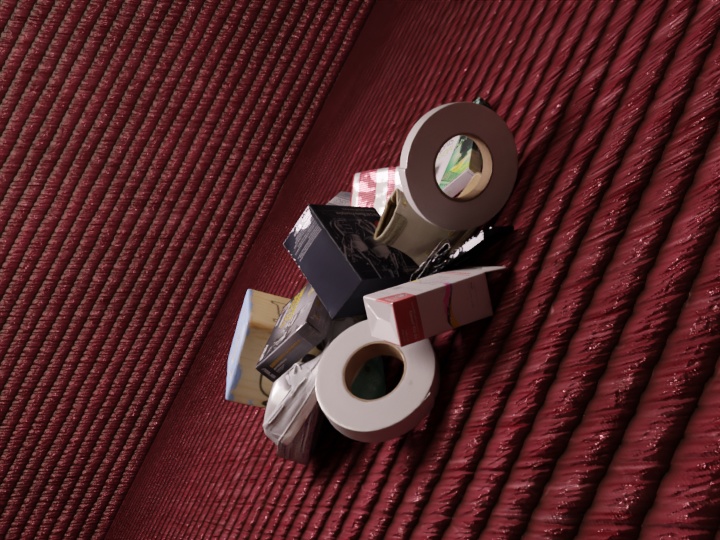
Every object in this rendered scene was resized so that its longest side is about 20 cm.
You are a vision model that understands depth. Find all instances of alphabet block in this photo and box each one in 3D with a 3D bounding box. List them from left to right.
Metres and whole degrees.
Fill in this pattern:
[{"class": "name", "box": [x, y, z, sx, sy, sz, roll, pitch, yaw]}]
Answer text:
[{"class": "alphabet block", "box": [-0.182, 0.182, 1.344, 0.197, 0.196, 0.199, -114, 40, -66]}]

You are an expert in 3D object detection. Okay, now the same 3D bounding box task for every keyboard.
[{"class": "keyboard", "box": [0.149, -0.028, 0.971, 0.200, 0.103, 0.040, -41, 69, 47]}]

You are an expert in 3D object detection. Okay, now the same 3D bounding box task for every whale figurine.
[{"class": "whale figurine", "box": [0.008, 0.190, 1.081, 0.160, 0.103, 0.200, -58, -5, 35]}]

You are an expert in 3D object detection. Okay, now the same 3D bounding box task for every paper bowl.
[{"class": "paper bowl", "box": [-0.122, 0.263, 1.168, 0.201, 0.102, 0.205, 15, -90, -86]}]

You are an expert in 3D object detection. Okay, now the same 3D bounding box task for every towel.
[{"class": "towel", "box": [0.053, -0.151, 1.282, 0.197, 0.023, 0.148, 0, 78, 39]}]

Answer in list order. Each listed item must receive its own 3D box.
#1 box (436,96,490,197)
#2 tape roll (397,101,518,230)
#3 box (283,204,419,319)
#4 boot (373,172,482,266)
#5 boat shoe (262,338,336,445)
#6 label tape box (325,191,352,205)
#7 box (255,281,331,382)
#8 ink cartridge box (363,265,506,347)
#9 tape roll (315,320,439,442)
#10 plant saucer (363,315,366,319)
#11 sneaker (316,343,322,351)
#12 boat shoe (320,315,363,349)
[{"class": "box", "box": [0.197, -0.236, 1.220, 0.144, 0.036, 0.203, -38, 32, 51]}, {"class": "tape roll", "box": [0.160, -0.167, 0.973, 0.206, 0.200, 0.037, -60, 20, 4]}, {"class": "box", "box": [-0.009, -0.021, 1.121, 0.104, 0.198, 0.183, -49, 64, 30]}, {"class": "boot", "box": [0.127, -0.107, 1.044, 0.202, 0.153, 0.072, -59, 19, 10]}, {"class": "boat shoe", "box": [-0.101, 0.200, 1.044, 0.203, 0.068, 0.072, -59, 1, 2]}, {"class": "label tape box", "box": [-0.040, -0.103, 1.432, 0.200, 0.062, 0.147, -51, -27, -58]}, {"class": "box", "box": [-0.109, 0.094, 1.132, 0.158, 0.048, 0.201, -43, 16, 30]}, {"class": "ink cartridge box", "box": [0.117, 0.048, 0.903, 0.116, 0.196, 0.069, -174, 69, -69]}, {"class": "tape roll", "box": [0.026, 0.165, 0.936, 0.198, 0.037, 0.206, -12, 46, 13]}, {"class": "plant saucer", "box": [-0.006, 0.064, 1.343, 0.202, 0.038, 0.203, -52, 21, 28]}, {"class": "sneaker", "box": [-0.072, 0.099, 1.270, 0.091, 0.066, 0.203, 118, 162, -46]}, {"class": "boat shoe", "box": [-0.033, 0.087, 1.181, 0.068, 0.074, 0.204, -37, 42, 42]}]
